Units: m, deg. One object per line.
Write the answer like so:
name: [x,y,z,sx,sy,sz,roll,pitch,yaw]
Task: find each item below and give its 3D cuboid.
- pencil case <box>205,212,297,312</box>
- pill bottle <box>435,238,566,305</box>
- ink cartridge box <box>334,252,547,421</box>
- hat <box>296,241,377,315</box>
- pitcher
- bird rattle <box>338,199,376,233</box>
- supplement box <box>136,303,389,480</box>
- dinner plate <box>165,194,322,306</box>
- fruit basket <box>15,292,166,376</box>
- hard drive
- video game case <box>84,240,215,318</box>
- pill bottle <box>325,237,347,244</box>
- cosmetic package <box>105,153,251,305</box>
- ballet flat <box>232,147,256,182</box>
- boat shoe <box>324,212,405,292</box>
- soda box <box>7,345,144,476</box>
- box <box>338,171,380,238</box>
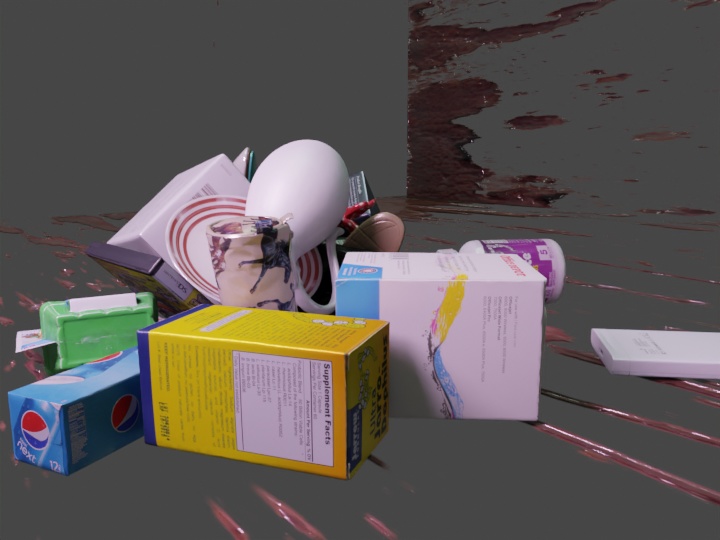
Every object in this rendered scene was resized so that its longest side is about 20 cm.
pencil case: [-0.099,0.041,0.692,0.089,0.200,0.078,-9,14,0]
pill bottle: [0.226,0.005,1.095,0.200,0.113,0.112,-2,11,-7]
ink cartridge box: [0.079,0.063,0.691,0.200,0.145,0.147,0,11,4]
hat: [-0.031,0.058,0.864,0.200,0.081,0.201,-3,54,4]
pitcher: [-0.070,-0.055,0.817,0.121,0.172,0.200,-28,27,43]
bird rattle: [-0.082,-0.085,1.007,0.200,0.113,0.163,29,17,34]
supplement box: [-0.083,0.100,0.594,0.200,0.109,0.110,4,12,20]
dinner plate: [-0.144,-0.020,0.826,0.200,0.024,0.200,18,41,-17]
fruit basket: [-0.328,0.068,0.824,0.185,0.094,0.200,-6,8,-26]
hard drive: [0.397,0.101,0.805,0.200,0.027,0.132,1,10,9]
video game case: [-0.247,0.035,0.857,0.200,0.026,0.181,12,-29,47]
pill bottle: [-0.060,0.006,1.084,0.200,0.117,0.116,-5,11,-24]
cosmetic package: [-0.233,-0.042,0.959,0.167,0.166,0.200,-51,24,-23]
ballet flat: [-0.195,-0.115,1.046,0.069,0.070,0.200,-1,-33,-4]
boat shoe: [0.000,0.000,0.935,0.072,0.200,0.065,33,21,7]
soda box: [-0.222,0.117,0.628,0.068,0.064,0.200,5,11,25]
box: [-0.062,-0.067,1.183,0.200,0.149,0.107,-15,52,9]
